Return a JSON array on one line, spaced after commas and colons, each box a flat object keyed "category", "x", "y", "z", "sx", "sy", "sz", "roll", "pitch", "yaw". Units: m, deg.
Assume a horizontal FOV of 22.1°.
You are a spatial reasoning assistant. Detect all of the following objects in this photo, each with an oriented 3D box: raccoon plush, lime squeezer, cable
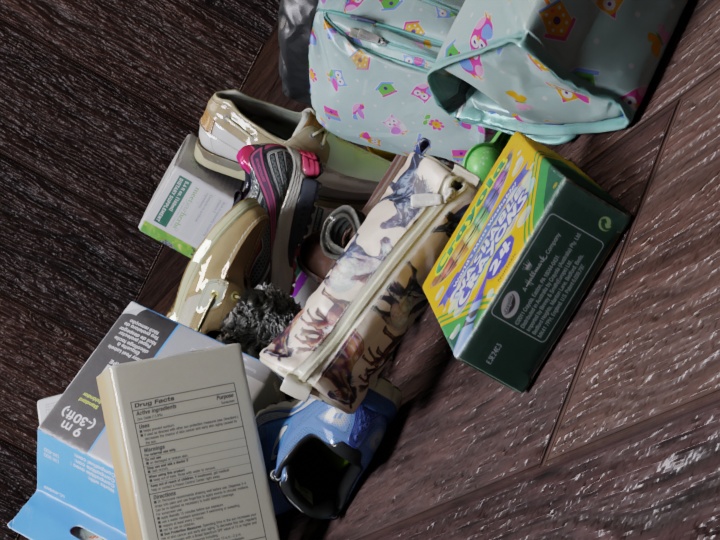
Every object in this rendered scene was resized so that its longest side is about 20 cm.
[{"category": "raccoon plush", "x": -0.032, "y": 0.073, "z": 1.566, "sx": 0.200, "sy": 0.134, "sz": 0.097, "roll": -16, "pitch": -54, "yaw": -59}, {"category": "lime squeezer", "x": 0.096, "y": -0.073, "z": 1.365, "sx": 0.071, "sy": 0.038, "sz": 0.200, "roll": -50, "pitch": 15, "yaw": 46}, {"category": "cable", "x": 0.000, "y": 0.000, "z": 1.478, "sx": 0.097, "sy": 0.050, "sz": 0.200, "roll": -51, "pitch": 35, "yaw": 30}]

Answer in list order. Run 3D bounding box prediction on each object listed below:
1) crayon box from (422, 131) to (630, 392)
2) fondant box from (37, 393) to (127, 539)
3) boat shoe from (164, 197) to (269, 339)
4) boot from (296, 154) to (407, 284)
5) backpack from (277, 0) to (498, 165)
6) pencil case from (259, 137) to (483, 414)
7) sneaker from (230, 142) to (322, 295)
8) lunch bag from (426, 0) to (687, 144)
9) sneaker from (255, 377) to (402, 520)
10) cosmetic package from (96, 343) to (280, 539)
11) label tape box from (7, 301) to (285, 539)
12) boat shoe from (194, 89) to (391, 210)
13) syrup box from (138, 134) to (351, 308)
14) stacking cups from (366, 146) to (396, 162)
[{"category": "crayon box", "x": 0.098, "y": -0.013, "z": 1.171, "sx": 0.126, "sy": 0.051, "sz": 0.200, "roll": -59, "pitch": 10, "yaw": 9}, {"category": "fondant box", "x": -0.176, "y": 0.182, "z": 1.495, "sx": 0.058, "sy": 0.144, "sz": 0.201, "roll": 75, "pitch": 180, "yaw": -55}, {"category": "boat shoe", "x": -0.123, "y": 0.033, "z": 1.593, "sx": 0.200, "sy": 0.066, "sz": 0.074, "roll": -61, "pitch": -16, "yaw": 16}, {"category": "boot", "x": 0.024, "y": -0.063, "z": 1.601, "sx": 0.200, "sy": 0.064, "sz": 0.186, "roll": -62, "pitch": 23, "yaw": 16}, {"category": "backpack", "x": 0.036, "y": -0.167, "z": 1.473, "sx": 0.167, "sy": 0.199, "sz": 0.127, "roll": 88, "pitch": -156, "yaw": -62}, {"category": "pencil case", "x": 0.014, "y": 0.008, "z": 1.273, "sx": 0.200, "sy": 0.078, "sz": 0.089, "roll": -53, "pitch": -14, "yaw": -3}, {"category": "sneaker", "x": -0.096, "y": -0.017, "z": 1.652, "sx": 0.081, "sy": 0.074, "sz": 0.201, "roll": -149, "pitch": 72, "yaw": -73}, {"category": "lunch bag", "x": 0.135, "y": -0.181, "z": 1.246, "sx": 0.171, "sy": 0.122, "sz": 0.200, "roll": -64, "pitch": 17, "yaw": -12}, {"category": "sneaker", "x": -0.045, "y": 0.143, "z": 1.367, "sx": 0.200, "sy": 0.078, "sz": 0.089, "roll": -47, "pitch": 16, "yaw": 53}, {"category": "cosmetic package", "x": -0.123, "y": 0.162, "z": 1.353, "sx": 0.071, "sy": 0.105, "sz": 0.201, "roll": 150, "pitch": 110, "yaw": -70}, {"category": "label tape box", "x": -0.172, "y": 0.139, "z": 1.449, "sx": 0.200, "sy": 0.143, "sz": 0.066, "roll": -55, "pitch": -24, "yaw": -27}, {"category": "boat shoe", "x": -0.053, "y": -0.111, "z": 1.700, "sx": 0.075, "sy": 0.199, "sz": 0.069, "roll": -79, "pitch": 3, "yaw": -59}, {"category": "syrup box", "x": -0.101, "y": -0.038, "z": 1.750, "sx": 0.079, "sy": 0.200, "sz": 0.082, "roll": -56, "pitch": 10, "yaw": 27}, {"category": "stacking cups", "x": 0.062, "y": -0.141, "z": 1.668, "sx": 0.061, "sy": 0.060, "sz": 0.200, "roll": -64, "pitch": 15, "yaw": -14}]
